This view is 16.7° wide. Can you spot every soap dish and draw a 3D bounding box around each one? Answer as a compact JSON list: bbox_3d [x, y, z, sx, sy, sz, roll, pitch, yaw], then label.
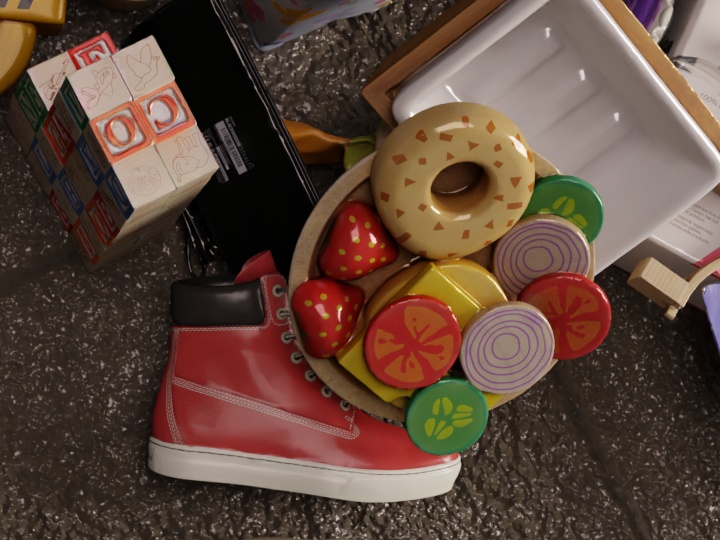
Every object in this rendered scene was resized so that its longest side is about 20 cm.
[{"bbox_3d":[0.118,-0.097,1.516,0.157,0.081,0.200,-37,118,12],"label":"soap dish"}]

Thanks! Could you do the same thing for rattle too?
[{"bbox_3d":[0.000,0.000,1.575,0.142,0.130,0.202,-8,108,-5],"label":"rattle"}]

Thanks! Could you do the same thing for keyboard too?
[{"bbox_3d":[-0.087,-0.074,1.567,0.104,0.040,0.201,-26,88,22],"label":"keyboard"}]

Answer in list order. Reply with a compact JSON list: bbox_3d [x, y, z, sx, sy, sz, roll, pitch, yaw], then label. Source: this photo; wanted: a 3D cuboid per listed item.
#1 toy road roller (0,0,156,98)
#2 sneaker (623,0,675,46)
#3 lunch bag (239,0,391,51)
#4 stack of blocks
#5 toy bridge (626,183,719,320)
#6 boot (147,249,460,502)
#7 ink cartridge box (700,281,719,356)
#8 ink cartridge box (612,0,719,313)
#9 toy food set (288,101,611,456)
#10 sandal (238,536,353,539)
[{"bbox_3d":[-0.210,-0.168,1.529,0.198,0.123,0.147,5,91,-10],"label":"toy road roller"},{"bbox_3d":[0.131,-0.130,1.626,0.200,0.081,0.083,-43,85,-15],"label":"sneaker"},{"bbox_3d":[-0.047,-0.260,1.560,0.126,0.170,0.201,-20,87,-14],"label":"lunch bag"},{"bbox_3d":[-0.153,-0.079,1.479,0.058,0.200,0.116,-27,88,-17],"label":"stack of blocks"},{"bbox_3d":[0.244,-0.053,1.578,0.067,0.027,0.201,33,75,-8],"label":"toy bridge"},{"bbox_3d":[-0.026,0.065,1.534,0.198,0.072,0.146,8,94,-10],"label":"boot"},{"bbox_3d":[0.339,0.075,1.575,0.199,0.041,0.201,-16,86,-15],"label":"ink cartridge box"},{"bbox_3d":[0.250,-0.082,1.644,0.144,0.084,0.201,27,75,-8],"label":"ink cartridge box"},{"bbox_3d":[0.056,0.007,1.479,0.198,0.049,0.200,40,99,-26],"label":"toy food set"},{"bbox_3d":[-0.021,0.205,1.533,0.198,0.054,0.081,0,79,-14],"label":"sandal"}]
